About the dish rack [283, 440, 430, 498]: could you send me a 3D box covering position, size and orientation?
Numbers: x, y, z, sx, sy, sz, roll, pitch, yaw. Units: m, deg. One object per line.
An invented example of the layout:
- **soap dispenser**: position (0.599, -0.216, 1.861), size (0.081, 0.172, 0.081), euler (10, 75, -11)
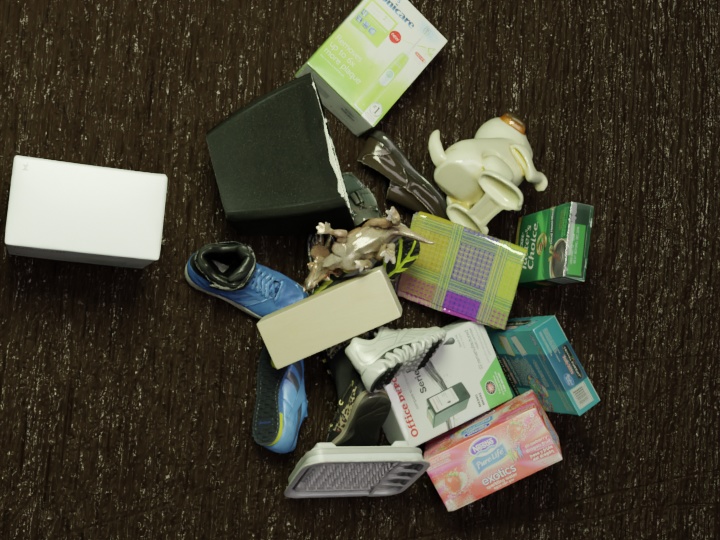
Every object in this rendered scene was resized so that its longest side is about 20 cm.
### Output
- **dish rack**: position (-0.009, 0.301, 1.543), size (0.199, 0.172, 0.044), euler (2, 61, -18)

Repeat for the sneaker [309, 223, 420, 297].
- **sneaker**: position (0.000, 0.000, 1.565), size (0.200, 0.076, 0.075), euler (-36, 135, 3)

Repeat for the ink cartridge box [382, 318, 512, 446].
- **ink cartridge box**: position (0.121, 0.180, 1.625), size (0.199, 0.084, 0.147), euler (-24, 93, -19)

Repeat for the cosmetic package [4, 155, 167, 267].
- **cosmetic package**: position (-0.386, -0.075, 1.418), size (0.198, 0.200, 0.124), euler (6, 84, -17)

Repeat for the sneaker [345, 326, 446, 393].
- **sneaker**: position (0.056, 0.111, 1.504), size (0.081, 0.075, 0.200), euler (44, 33, 21)

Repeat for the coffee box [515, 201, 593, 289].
- **coffee box**: position (0.306, -0.037, 1.643), size (0.044, 0.200, 0.124), euler (10, 84, -14)

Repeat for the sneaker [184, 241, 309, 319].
- **sneaker**: position (-0.162, 0.016, 1.522), size (0.199, 0.111, 0.077), euler (23, 71, -11)

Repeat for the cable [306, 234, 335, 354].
- **cable**: position (-0.062, 0.035, 1.612), size (0.097, 0.050, 0.201), euler (-16, 79, -2)

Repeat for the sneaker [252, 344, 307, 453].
- **sneaker**: position (-0.115, 0.181, 1.569), size (0.078, 0.066, 0.201), euler (27, 64, -50)

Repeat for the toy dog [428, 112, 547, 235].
- **toy dog**: position (0.205, -0.168, 1.638), size (0.194, 0.140, 0.200), euler (37, 45, 6)

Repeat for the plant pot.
- **plant pot**: position (-0.121, -0.151, 1.510), size (0.177, 0.200, 0.201), euler (-14, 82, 1)

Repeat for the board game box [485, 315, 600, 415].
- **board game box**: position (0.280, 0.150, 1.619), size (0.047, 0.200, 0.151), euler (-31, 96, -18)

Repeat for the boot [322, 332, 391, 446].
- **boot**: position (-0.019, 0.195, 1.567), size (0.073, 0.200, 0.151), euler (0, 49, -21)

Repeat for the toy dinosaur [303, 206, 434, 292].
- **toy dinosaur**: position (0.001, -0.038, 1.494), size (0.199, 0.136, 0.086), euler (-17, 89, -6)

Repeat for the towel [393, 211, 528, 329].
- **towel**: position (0.154, -0.001, 1.606), size (0.199, 0.023, 0.144), euler (19, 104, 19)

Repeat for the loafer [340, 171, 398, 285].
- **loafer**: position (0.015, -0.068, 1.621), size (0.072, 0.063, 0.201), euler (-24, 93, -18)

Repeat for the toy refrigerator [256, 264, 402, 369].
- **toy refrigerator**: position (-0.044, 0.067, 1.494), size (0.199, 0.070, 0.076), euler (-24, 95, 7)

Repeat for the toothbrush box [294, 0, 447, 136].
- **toothbrush box**: position (0.017, -0.341, 1.631), size (0.146, 0.086, 0.200), euler (43, 73, -11)

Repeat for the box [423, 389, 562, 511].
- **box**: position (0.206, 0.283, 1.595), size (0.199, 0.103, 0.095), euler (-28, 96, 12)

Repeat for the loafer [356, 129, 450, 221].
- **loafer**: position (0.069, -0.135, 1.647), size (0.071, 0.073, 0.200), euler (-44, 97, -4)
